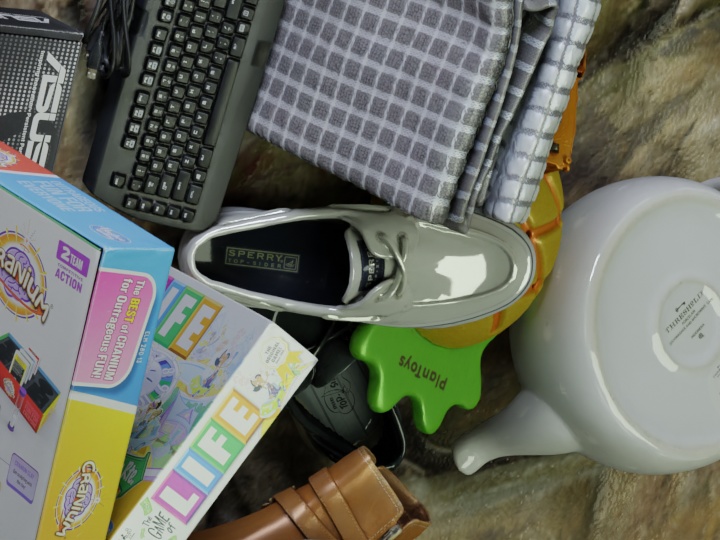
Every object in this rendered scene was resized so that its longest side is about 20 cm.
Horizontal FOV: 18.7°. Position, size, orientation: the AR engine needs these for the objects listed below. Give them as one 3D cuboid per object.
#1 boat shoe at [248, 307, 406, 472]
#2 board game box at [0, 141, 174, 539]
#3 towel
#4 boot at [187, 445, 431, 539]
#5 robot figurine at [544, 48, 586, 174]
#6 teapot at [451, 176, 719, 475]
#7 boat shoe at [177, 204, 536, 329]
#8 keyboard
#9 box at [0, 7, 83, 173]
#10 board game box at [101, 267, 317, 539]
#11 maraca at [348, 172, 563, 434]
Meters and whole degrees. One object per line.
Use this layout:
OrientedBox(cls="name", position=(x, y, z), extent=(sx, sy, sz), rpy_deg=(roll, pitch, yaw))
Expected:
OrientedBox(cls="boat shoe", position=(-0.023, 0.050, 1.274), extent=(0.074, 0.066, 0.200), rpy_deg=(-38, 132, -20))
OrientedBox(cls="board game box", position=(-0.167, 0.056, 1.018), extent=(0.040, 0.153, 0.202), rpy_deg=(0, 112, -44))
OrientedBox(cls="towel", position=(0.021, -0.124, 1.128), extent=(0.085, 0.199, 0.167), rpy_deg=(11, 103, -44))
OrientedBox(cls="boot", position=(-0.055, 0.154, 1.263), extent=(0.154, 0.074, 0.200), rpy_deg=(-37, 151, 9))
OrientedBox(cls="robot figurine", position=(0.076, -0.146, 1.190), extent=(0.058, 0.145, 0.202), rpy_deg=(9, 77, -31))
OrientedBox(cls="teapot", position=(0.168, 0.032, 1.391), extent=(0.199, 0.146, 0.199), rpy_deg=(3, 87, -30))
OrientedBox(cls="boat shoe", position=(0.000, 0.000, 1.188), extent=(0.198, 0.065, 0.074), rpy_deg=(-3, 96, -4))
OrientedBox(cls="keyboard", position=(-0.092, -0.120, 1.114), extent=(0.103, 0.040, 0.202), rpy_deg=(13, 102, -18))
OrientedBox(cls="box", position=(-0.230, -0.032, 1.056), extent=(0.159, 0.044, 0.202), rpy_deg=(2, 110, -43))
OrientedBox(cls="board game box", position=(-0.114, 0.066, 1.101), extent=(0.034, 0.200, 0.135), rpy_deg=(41, 81, -29))
OrientedBox(cls="maraca", position=(0.055, -0.006, 1.278), extent=(0.137, 0.107, 0.202), rpy_deg=(26, 79, -41))
